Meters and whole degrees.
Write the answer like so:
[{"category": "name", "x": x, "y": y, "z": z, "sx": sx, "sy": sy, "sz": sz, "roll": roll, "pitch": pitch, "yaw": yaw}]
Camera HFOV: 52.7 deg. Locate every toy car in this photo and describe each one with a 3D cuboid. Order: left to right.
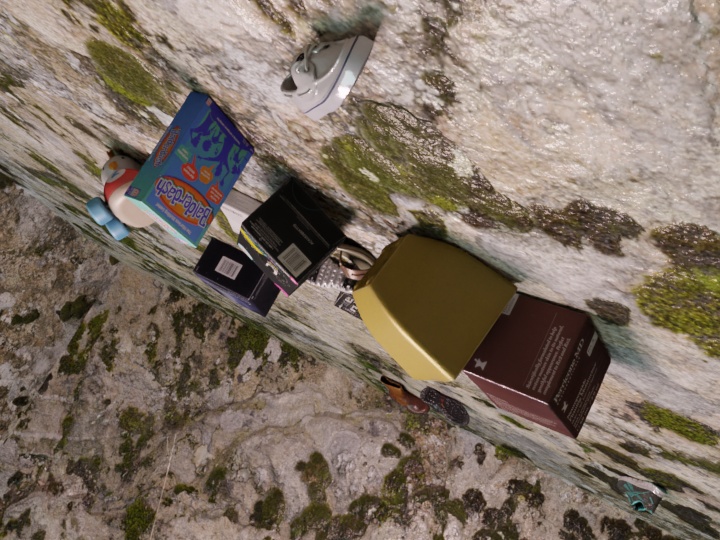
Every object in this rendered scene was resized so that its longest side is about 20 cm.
[{"category": "toy car", "x": -0.554, "y": -0.212, "z": 1.695, "sx": 0.200, "sy": 0.184, "sz": 0.177, "roll": 54, "pitch": 174, "yaw": 20}]

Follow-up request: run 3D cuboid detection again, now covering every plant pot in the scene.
[{"category": "plant pot", "x": 0.103, "y": 0.050, "z": 1.236, "sx": 0.200, "sy": 0.194, "sz": 0.195, "roll": 40, "pitch": 165, "yaw": -8}]

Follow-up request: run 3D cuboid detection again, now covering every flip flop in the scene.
[{"category": "flip flop", "x": 0.000, "y": 0.000, "z": 1.501, "sx": 0.081, "sy": 0.058, "sz": 0.200, "roll": 12, "pitch": 158, "yaw": 49}]

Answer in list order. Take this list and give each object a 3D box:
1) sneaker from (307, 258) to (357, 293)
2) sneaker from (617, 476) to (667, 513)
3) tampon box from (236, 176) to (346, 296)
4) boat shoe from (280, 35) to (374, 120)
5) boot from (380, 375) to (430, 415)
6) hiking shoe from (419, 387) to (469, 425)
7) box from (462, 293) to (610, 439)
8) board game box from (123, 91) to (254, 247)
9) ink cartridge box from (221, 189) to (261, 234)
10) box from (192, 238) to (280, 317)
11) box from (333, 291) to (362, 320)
[{"category": "sneaker", "x": -0.054, "y": 0.016, "z": 1.648, "sx": 0.200, "sy": 0.075, "sz": 0.081, "roll": 19, "pitch": 172, "yaw": 35}, {"category": "sneaker", "x": 0.846, "y": 0.690, "z": 2.226, "sx": 0.077, "sy": 0.091, "sz": 0.200, "roll": 31, "pitch": 166, "yaw": -7}, {"category": "tampon box", "x": -0.134, "y": -0.055, "z": 1.354, "sx": 0.150, "sy": 0.126, "sz": 0.200, "roll": 47, "pitch": 165, "yaw": -1}, {"category": "boat shoe", "x": -0.046, "y": -0.216, "z": 0.804, "sx": 0.065, "sy": 0.074, "sz": 0.200, "roll": 28, "pitch": 166, "yaw": -16}, {"category": "boot", "x": 0.184, "y": 0.502, "z": 2.949, "sx": 0.188, "sy": 0.069, "sz": 0.200, "roll": 29, "pitch": 161, "yaw": 30}, {"category": "hiking shoe", "x": 0.310, "y": 0.489, "z": 2.621, "sx": 0.200, "sy": 0.076, "sz": 0.101, "roll": 34, "pitch": 176, "yaw": 15}, {"category": "box", "x": 0.310, "y": 0.164, "z": 1.261, "sx": 0.164, "sy": 0.166, "sz": 0.200, "roll": 19, "pitch": 164, "yaw": 37}, {"category": "board game box", "x": -0.269, "y": -0.159, "z": 1.169, "sx": 0.045, "sy": 0.200, "sz": 0.152, "roll": 20, "pitch": 164, "yaw": 31}, {"category": "ink cartridge box", "x": -0.205, "y": -0.094, "z": 1.594, "sx": 0.200, "sy": 0.045, "sz": 0.176, "roll": 27, "pitch": 165, "yaw": 10}, {"category": "box", "x": -0.359, "y": 0.026, "z": 2.155, "sx": 0.200, "sy": 0.123, "sz": 0.198, "roll": 25, "pitch": 167, "yaw": 15}, {"category": "box", "x": 0.023, "y": 0.089, "z": 1.792, "sx": 0.159, "sy": 0.049, "sz": 0.200, "roll": 27, "pitch": 166, "yaw": -3}]
